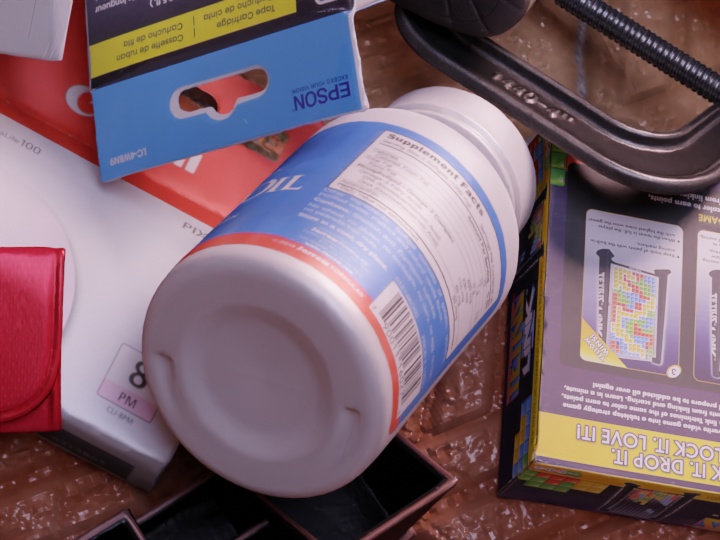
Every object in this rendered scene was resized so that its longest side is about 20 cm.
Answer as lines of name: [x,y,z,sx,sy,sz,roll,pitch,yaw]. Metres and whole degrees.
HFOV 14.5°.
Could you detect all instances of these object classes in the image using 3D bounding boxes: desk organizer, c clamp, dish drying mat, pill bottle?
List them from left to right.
dish drying mat: [-0.220,0.027,1.143,0.198,0.018,0.077,1,93,-4]
desk organizer: [-0.062,0.120,1.159,0.199,0.077,0.072,-31,81,-26]
pill bottle: [0.000,0.000,1.183,0.112,0.112,0.200,41,36,2]
c clamp: [0.119,-0.094,1.299,0.199,0.027,0.171,31,40,13]

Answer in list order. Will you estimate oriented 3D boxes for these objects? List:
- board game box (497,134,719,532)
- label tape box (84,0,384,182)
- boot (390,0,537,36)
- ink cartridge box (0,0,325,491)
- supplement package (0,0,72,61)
board game box: [0.166,0.033,1.279,0.199,0.057,0.167,11,68,-13]
label tape box: [-0.048,-0.145,1.219,0.066,0.143,0.202,13,68,-54]
boot: [0.033,-0.191,1.314,0.199,0.074,0.150,29,42,26]
ink cartridge box: [-0.117,-0.029,1.220,0.162,0.057,0.201,28,68,-5]
supplement package: [-0.207,-0.210,1.161,0.198,0.192,0.147,8,22,-14]
